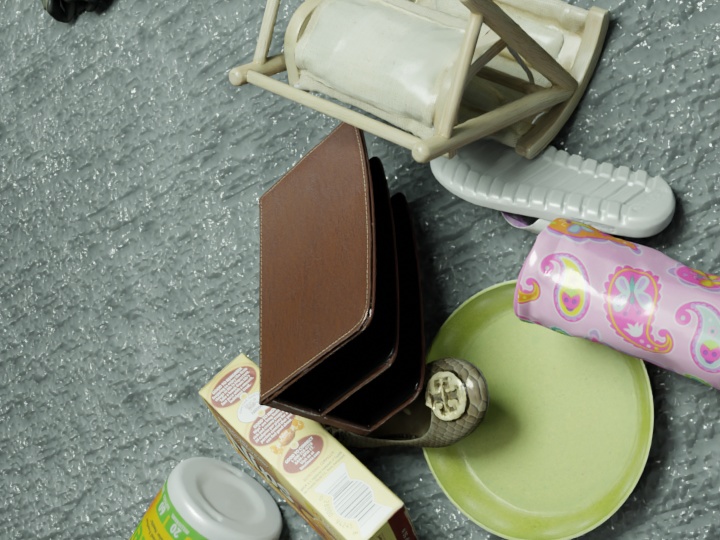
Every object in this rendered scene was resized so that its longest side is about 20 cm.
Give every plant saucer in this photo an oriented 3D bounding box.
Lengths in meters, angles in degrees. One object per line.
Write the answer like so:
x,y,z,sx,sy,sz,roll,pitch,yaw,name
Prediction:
0.135,0.107,0.880,0.200,0.031,0.200,-3,85,35,plant saucer

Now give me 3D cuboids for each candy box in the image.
-0.040,0.168,0.942,0.055,0.116,0.200,-41,58,-16,candy box

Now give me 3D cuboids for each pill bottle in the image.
-0.164,0.277,1.024,0.111,0.111,0.200,43,109,30,pill bottle

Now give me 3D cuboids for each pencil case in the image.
0.208,0.031,0.784,0.200,0.087,0.088,22,98,21,pencil case

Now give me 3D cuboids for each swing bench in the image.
0.046,-0.172,0.872,0.199,0.200,0.130,28,111,34,swing bench

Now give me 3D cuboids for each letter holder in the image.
0.000,0.000,0.884,0.142,0.100,0.200,-41,40,39,letter holder

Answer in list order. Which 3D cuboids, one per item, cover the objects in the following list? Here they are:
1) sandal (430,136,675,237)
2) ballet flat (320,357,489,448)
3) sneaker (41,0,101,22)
0.140,-0.056,0.877,0.202,0.082,0.050,22,141,33,sandal
0.026,0.111,0.912,0.200,0.046,0.068,-17,74,52,ballet flat
-0.331,-0.343,1.218,0.199,0.076,0.114,43,103,24,sneaker
